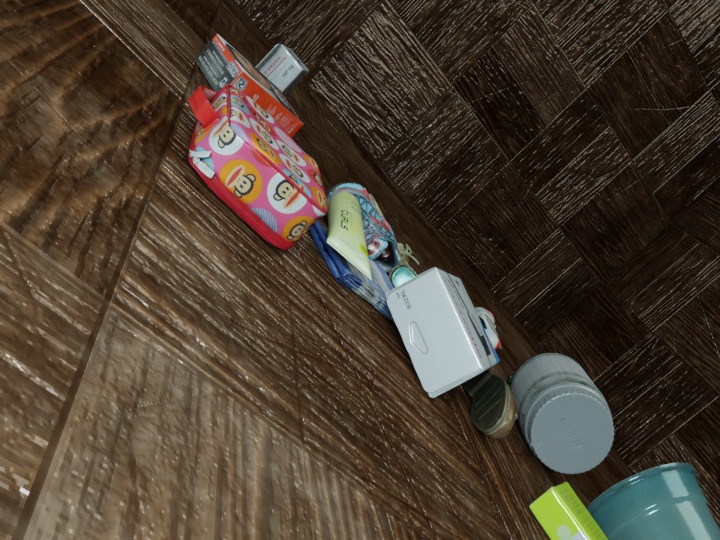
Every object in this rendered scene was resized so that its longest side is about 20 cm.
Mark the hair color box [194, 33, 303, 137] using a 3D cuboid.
[{"bbox_3d":[-0.187,-0.308,1.074,0.103,0.061,0.199,55,13,24],"label":"hair color box"}]

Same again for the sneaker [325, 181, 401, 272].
[{"bbox_3d":[0.013,-0.068,1.029,0.199,0.079,0.097,38,17,-44],"label":"sneaker"}]

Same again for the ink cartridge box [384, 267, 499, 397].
[{"bbox_3d":[0.121,0.086,0.872,0.149,0.082,0.199,66,15,12],"label":"ink cartridge box"}]

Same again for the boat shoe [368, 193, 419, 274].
[{"bbox_3d":[0.050,-0.053,1.162,0.202,0.062,0.073,53,11,13],"label":"boat shoe"}]

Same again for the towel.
[{"bbox_3d":[0.000,0.000,0.901,0.199,0.024,0.148,37,16,-48],"label":"towel"}]

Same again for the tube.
[{"bbox_3d":[-0.018,-0.052,0.845,0.201,0.056,0.054,-96,-173,-65],"label":"tube"}]

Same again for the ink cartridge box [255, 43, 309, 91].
[{"bbox_3d":[-0.176,-0.402,1.290,0.067,0.115,0.201,46,12,-12],"label":"ink cartridge box"}]

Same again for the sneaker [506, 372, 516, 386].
[{"bbox_3d":[0.398,0.292,1.359,0.200,0.078,0.086,45,11,-19],"label":"sneaker"}]

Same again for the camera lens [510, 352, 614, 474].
[{"bbox_3d":[0.365,0.255,1.136,0.161,0.159,0.200,47,11,-5],"label":"camera lens"}]

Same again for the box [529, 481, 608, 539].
[{"bbox_3d":[0.308,0.379,0.802,0.202,0.047,0.121,56,14,27],"label":"box"}]

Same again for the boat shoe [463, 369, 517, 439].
[{"bbox_3d":[0.205,0.201,0.915,0.068,0.072,0.200,46,12,-5],"label":"boat shoe"}]

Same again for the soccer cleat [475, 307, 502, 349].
[{"bbox_3d":[0.289,0.129,1.499,0.086,0.068,0.201,49,15,-19],"label":"soccer cleat"}]

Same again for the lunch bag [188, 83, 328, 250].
[{"bbox_3d":[-0.123,-0.130,0.694,0.176,0.082,0.201,43,13,-26],"label":"lunch bag"}]

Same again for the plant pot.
[{"bbox_3d":[0.473,0.436,0.935,0.199,0.198,0.199,38,22,-42],"label":"plant pot"}]

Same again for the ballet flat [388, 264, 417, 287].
[{"bbox_3d":[0.118,0.076,1.028,0.201,0.067,0.075,51,-4,16],"label":"ballet flat"}]
